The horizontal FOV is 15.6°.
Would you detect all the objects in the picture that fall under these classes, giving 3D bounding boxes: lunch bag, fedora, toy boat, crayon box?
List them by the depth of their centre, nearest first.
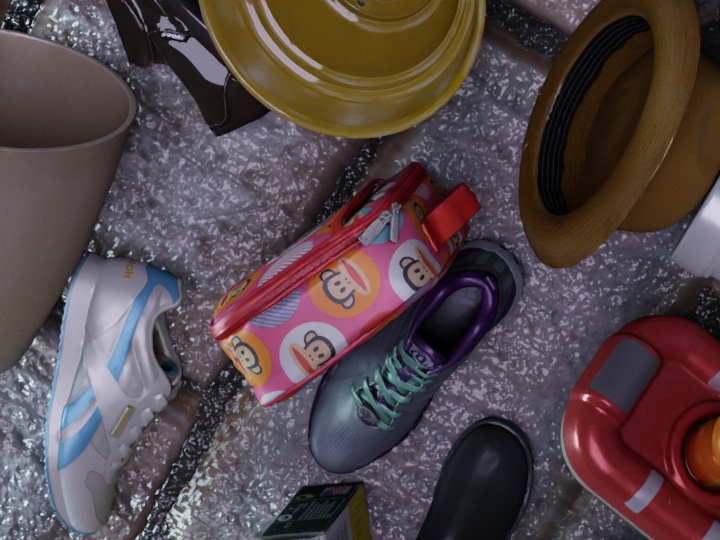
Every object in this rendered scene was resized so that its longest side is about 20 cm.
[{"bbox_3d":[0.233,0.115,1.653,0.200,0.131,0.131,38,72,-6],"label":"toy boat"},{"bbox_3d":[0.178,-0.087,1.673,0.082,0.201,0.201,18,107,-24],"label":"fedora"},{"bbox_3d":[0.000,0.000,1.694,0.176,0.200,0.082,-35,94,13],"label":"lunch bag"},{"bbox_3d":[-0.020,0.258,1.788,0.051,0.127,0.201,-6,99,13],"label":"crayon box"}]

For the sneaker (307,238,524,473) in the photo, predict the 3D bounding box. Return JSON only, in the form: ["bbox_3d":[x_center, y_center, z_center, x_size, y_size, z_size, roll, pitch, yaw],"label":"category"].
[{"bbox_3d":[0.026,0.062,1.759,0.074,0.088,0.200,40,106,2],"label":"sneaker"}]

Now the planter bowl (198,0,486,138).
[{"bbox_3d":[-0.001,-0.194,1.700,0.200,0.083,0.201,9,116,19],"label":"planter bowl"}]

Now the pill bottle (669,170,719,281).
[{"bbox_3d":[0.306,0.004,1.674,0.200,0.116,0.117,31,106,4],"label":"pill bottle"}]

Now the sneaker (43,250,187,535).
[{"bbox_3d":[-0.169,0.091,1.814,0.080,0.077,0.201,10,106,6],"label":"sneaker"}]

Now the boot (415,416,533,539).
[{"bbox_3d":[0.056,0.196,1.721,0.065,0.200,0.165,22,105,7],"label":"boot"}]

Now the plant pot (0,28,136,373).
[{"bbox_3d":[-0.259,-0.036,1.768,0.187,0.187,0.201,18,118,8],"label":"plant pot"}]

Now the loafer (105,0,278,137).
[{"bbox_3d":[-0.137,-0.167,1.754,0.071,0.073,0.200,-43,90,14],"label":"loafer"}]
